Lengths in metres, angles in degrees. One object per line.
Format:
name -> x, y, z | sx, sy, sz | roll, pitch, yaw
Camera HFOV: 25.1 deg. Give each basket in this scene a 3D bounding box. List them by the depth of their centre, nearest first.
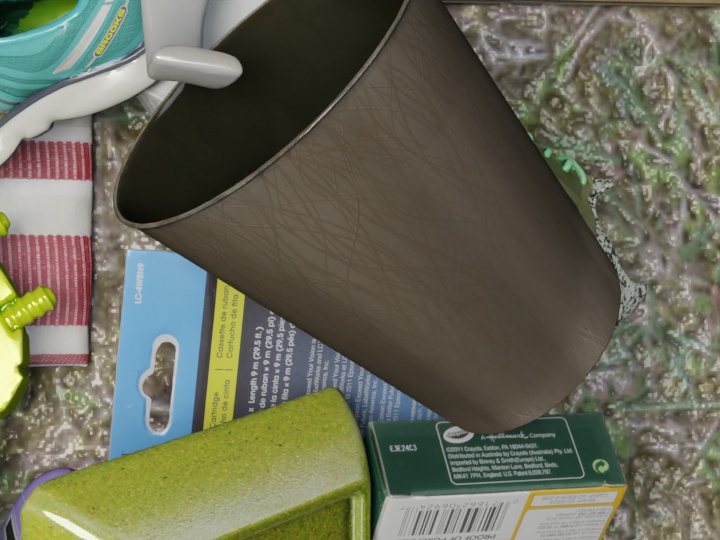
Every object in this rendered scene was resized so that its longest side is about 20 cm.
basket -> 0.020, -0.024, 0.748 | 0.180, 0.136, 0.200 | -34, 123, 26

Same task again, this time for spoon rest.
spoon rest -> -0.079, -0.172, 0.747 | 0.099, 0.061, 0.201 | 8, 69, -19

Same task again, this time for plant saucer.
plant saucer -> -0.058, 0.174, 0.746 | 0.199, 0.048, 0.201 | -15, 109, -47

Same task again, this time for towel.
towel -> -0.216, -0.048, 0.865 | 0.144, 0.023, 0.201 | 0, 88, -17

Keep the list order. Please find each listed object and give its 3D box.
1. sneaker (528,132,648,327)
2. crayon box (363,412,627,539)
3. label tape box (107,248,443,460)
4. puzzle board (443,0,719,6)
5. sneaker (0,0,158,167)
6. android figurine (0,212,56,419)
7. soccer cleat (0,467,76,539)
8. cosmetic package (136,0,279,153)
sneaker -> 0.097, -0.042, 0.907 | 0.088, 0.077, 0.200 | -32, 100, -28
crayon box -> 0.051, 0.157, 0.864 | 0.125, 0.200, 0.052 | -1, 46, -15
label tape box -> -0.035, 0.054, 0.860 | 0.199, 0.066, 0.144 | 3, 104, -16
puzzle board -> 0.123, -0.233, 0.966 | 0.199, 0.017, 0.151 | -2, 86, -15
sneaker -> -0.189, -0.102, 0.790 | 0.200, 0.080, 0.078 | -28, 51, 7
android figurine -> -0.250, 0.045, 0.809 | 0.200, 0.041, 0.182 | -30, 85, -6
soccer cleat -> -0.172, 0.202, 0.832 | 0.067, 0.076, 0.201 | 19, 83, -13
cosmetic package -> -0.028, -0.141, 0.863 | 0.081, 0.113, 0.200 | 32, 77, 16
